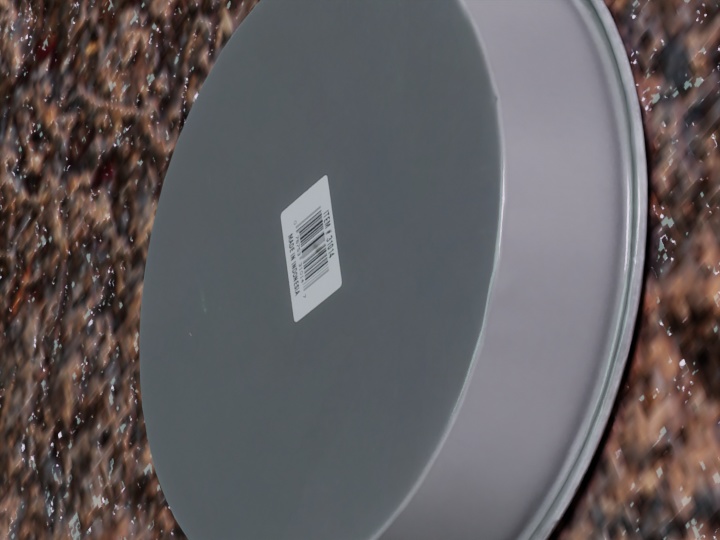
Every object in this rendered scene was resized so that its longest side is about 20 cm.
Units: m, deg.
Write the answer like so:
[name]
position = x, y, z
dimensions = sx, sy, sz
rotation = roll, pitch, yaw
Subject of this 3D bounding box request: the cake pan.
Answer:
[cake pan]
position = 0.000, 0.000, 0.793
dimensions = 0.200, 0.037, 0.201
rotation = -24, 61, 51
